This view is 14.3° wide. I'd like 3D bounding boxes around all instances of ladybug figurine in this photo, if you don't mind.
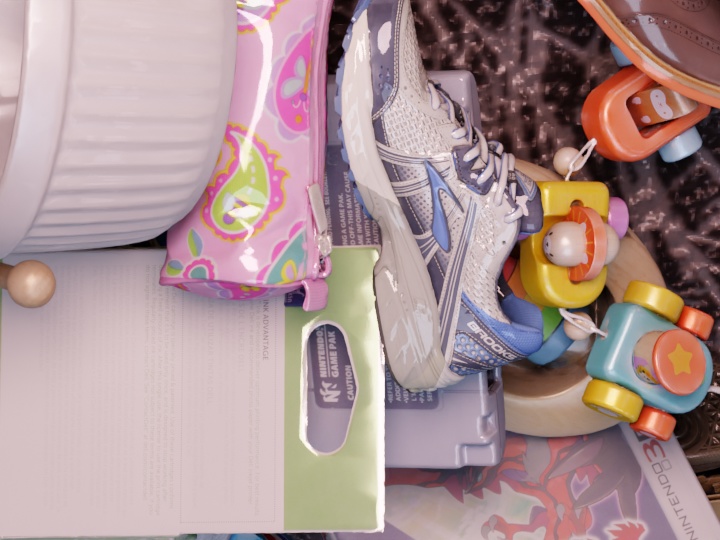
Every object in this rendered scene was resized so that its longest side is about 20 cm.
[{"bbox_3d":[0.080,0.009,1.506,0.200,0.072,0.136,39,104,-25],"label":"ladybug figurine"}]

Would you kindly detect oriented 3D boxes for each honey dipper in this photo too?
[{"bbox_3d":[-0.194,-0.002,1.386,0.038,0.200,0.038,-5,100,-29],"label":"honey dipper"}]

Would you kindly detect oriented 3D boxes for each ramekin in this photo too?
[{"bbox_3d":[-0.132,-0.103,1.310,0.105,0.200,0.200,2,130,-24],"label":"ramekin"}]

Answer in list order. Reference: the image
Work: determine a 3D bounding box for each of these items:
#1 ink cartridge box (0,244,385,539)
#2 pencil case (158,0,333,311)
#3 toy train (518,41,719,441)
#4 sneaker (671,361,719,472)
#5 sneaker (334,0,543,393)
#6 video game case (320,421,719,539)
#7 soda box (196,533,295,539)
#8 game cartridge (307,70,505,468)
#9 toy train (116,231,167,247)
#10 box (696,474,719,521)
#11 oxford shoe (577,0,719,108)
[{"bbox_3d":[-0.085,0.061,1.415,0.200,0.146,0.048,-1,171,6],"label":"ink cartridge box"},{"bbox_3d":[-0.047,-0.082,1.351,0.087,0.087,0.200,2,92,-12],"label":"pencil case"},{"bbox_3d":[0.153,-0.014,1.450,0.150,0.056,0.200,-29,104,-22],"label":"toy train"},{"bbox_3d":[0.129,0.094,1.614,0.200,0.070,0.076,-2,148,-4],"label":"sneaker"},{"bbox_3d":[0.044,-0.043,1.357,0.085,0.077,0.200,-8,111,14],"label":"sneaker"},{"bbox_3d":[0.085,0.136,1.529,0.200,0.182,0.023,-20,159,-15],"label":"video game case"},{"bbox_3d":[-0.069,0.163,1.521,0.068,0.064,0.200,-49,134,1],"label":"soda box"},{"bbox_3d":[0.000,0.000,1.435,0.133,0.041,0.200,-1,105,16],"label":"game cartridge"},{"bbox_3d":[-0.144,-0.011,1.476,0.200,0.046,0.034,-18,130,4],"label":"toy train"},{"bbox_3d":[0.195,0.189,1.681,0.163,0.021,0.200,-4,136,-34],"label":"box"},{"bbox_3d":[0.144,-0.144,1.395,0.200,0.071,0.073,31,113,-22],"label":"oxford shoe"}]
